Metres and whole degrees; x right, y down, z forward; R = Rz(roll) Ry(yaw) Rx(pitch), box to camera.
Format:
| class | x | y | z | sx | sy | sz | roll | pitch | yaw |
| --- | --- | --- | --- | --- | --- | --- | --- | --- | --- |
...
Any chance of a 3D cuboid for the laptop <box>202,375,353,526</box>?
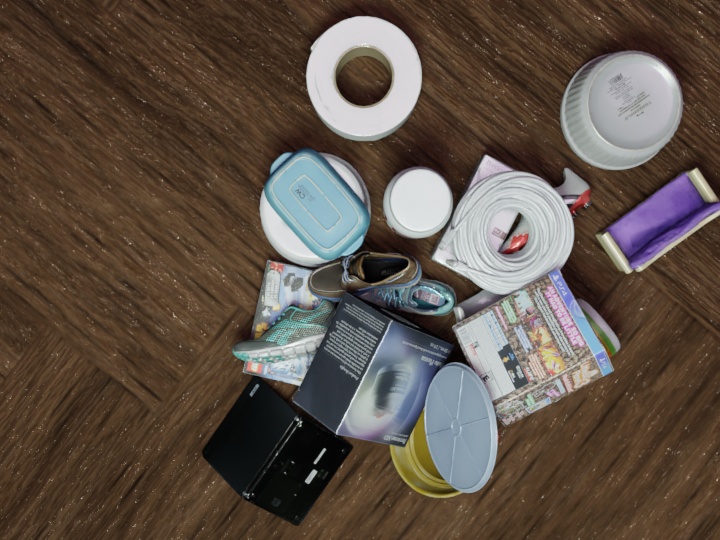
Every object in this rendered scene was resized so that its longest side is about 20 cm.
| class | x | y | z | sx | sy | sz | roll | pitch | yaw |
| --- | --- | --- | --- | --- | --- | --- | --- | --- | --- |
| laptop | -0.149 | 0.323 | 1.465 | 0.199 | 0.103 | 0.178 | 34 | 92 | -26 |

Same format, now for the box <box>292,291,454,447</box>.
| class | x | y | z | sx | sy | sz | roll | pitch | yaw |
| --- | --- | --- | --- | --- | --- | --- | --- | --- | --- |
| box | 0.026 | 0.169 | 1.353 | 0.123 | 0.199 | 0.200 | 29 | 94 | 41 |

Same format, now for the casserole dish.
| class | x | y | z | sx | sy | sz | roll | pitch | yaw |
| --- | --- | --- | --- | --- | --- | --- | --- | --- | --- |
| casserole dish | -0.072 | -0.109 | 1.340 | 0.121 | 0.039 | 0.200 | -42 | 90 | 1 |

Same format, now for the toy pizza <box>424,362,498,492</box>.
| class | x | y | z | sx | sy | sz | roll | pitch | yaw |
| --- | --- | --- | --- | --- | --- | --- | --- | --- | --- |
| toy pizza | 0.163 | 0.247 | 1.298 | 0.031 | 0.199 | 0.203 | -1 | 92 | -27 |

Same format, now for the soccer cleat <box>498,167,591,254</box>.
| class | x | y | z | sx | sy | sz | roll | pitch | yaw |
| --- | --- | --- | --- | --- | --- | --- | --- | --- | --- |
| soccer cleat | 0.308 | -0.097 | 1.422 | 0.199 | 0.069 | 0.086 | -37 | 79 | 1 |

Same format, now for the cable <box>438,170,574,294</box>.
| class | x | y | z | sx | sy | sz | roll | pitch | yaw |
| --- | --- | --- | --- | --- | --- | --- | --- | --- | --- |
| cable | 0.246 | -0.061 | 1.350 | 0.198 | 0.069 | 0.202 | 31 | 91 | -3 |

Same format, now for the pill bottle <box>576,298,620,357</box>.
| class | x | y | z | sx | sy | sz | roll | pitch | yaw |
| --- | --- | --- | --- | --- | --- | --- | --- | --- | --- |
| pill bottle | 0.333 | 0.152 | 1.402 | 0.199 | 0.111 | 0.111 | -40 | 91 | 2 |

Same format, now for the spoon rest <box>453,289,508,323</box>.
| class | x | y | z | sx | sy | sz | roll | pitch | yaw |
| --- | --- | --- | --- | --- | --- | --- | --- | --- | --- |
| spoon rest | 0.244 | 0.050 | 1.421 | 0.198 | 0.060 | 0.101 | -17 | 99 | -21 |

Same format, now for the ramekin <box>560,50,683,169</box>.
| class | x | y | z | sx | sy | sz | roll | pitch | yaw |
| --- | --- | --- | --- | --- | --- | --- | --- | --- | --- |
| ramekin | 0.448 | -0.275 | 1.392 | 0.197 | 0.105 | 0.203 | 0 | 92 | 1 |

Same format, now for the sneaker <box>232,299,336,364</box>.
| class | x | y | z | sx | sy | sz | roll | pitch | yaw |
| --- | --- | --- | --- | --- | --- | --- | --- | --- | --- |
| sneaker | -0.122 | 0.104 | 1.397 | 0.197 | 0.078 | 0.093 | -11 | 73 | 0 |

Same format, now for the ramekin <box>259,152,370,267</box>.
| class | x | y | z | sx | sy | sz | roll | pitch | yaw |
| --- | --- | --- | --- | --- | --- | --- | --- | --- | --- |
| ramekin | -0.080 | -0.106 | 1.408 | 0.197 | 0.098 | 0.204 | 0 | 91 | 1 |

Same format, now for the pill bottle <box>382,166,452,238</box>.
| class | x | y | z | sx | sy | sz | roll | pitch | yaw |
| --- | --- | --- | --- | --- | --- | --- | --- | --- | --- |
| pill bottle | 0.093 | -0.111 | 1.353 | 0.112 | 0.200 | 0.116 | 0 | 92 | 1 |

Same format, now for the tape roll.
| class | x | y | z | sx | sy | sz | roll | pitch | yaw |
| --- | --- | --- | --- | --- | --- | --- | --- | --- | --- |
| tape roll | 0.005 | -0.329 | 1.413 | 0.199 | 0.071 | 0.206 | 0 | 92 | 1 |

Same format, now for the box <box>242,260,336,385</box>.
| class | x | y | z | sx | sy | sz | roll | pitch | yaw |
| --- | --- | --- | --- | --- | --- | --- | --- | --- | --- |
| box | -0.119 | 0.095 | 1.443 | 0.135 | 0.040 | 0.203 | 13 | 92 | -1 |

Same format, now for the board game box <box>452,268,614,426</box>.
| class | x | y | z | sx | sy | sz | roll | pitch | yaw |
| --- | --- | --- | --- | --- | --- | --- | --- | --- | --- |
| board game box | 0.275 | 0.126 | 1.316 | 0.198 | 0.097 | 0.161 | -29 | 56 | 10 |

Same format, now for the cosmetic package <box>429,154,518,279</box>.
| class | x | y | z | sx | sy | sz | roll | pitch | yaw |
| --- | --- | --- | --- | --- | --- | --- | --- | --- | --- |
| cosmetic package | 0.209 | -0.088 | 1.417 | 0.101 | 0.074 | 0.202 | 26 | 93 | -1 |

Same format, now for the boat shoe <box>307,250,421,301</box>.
| class | x | y | z | sx | sy | sz | roll | pitch | yaw |
| --- | --- | --- | --- | --- | --- | --- | --- | --- | --- |
| boat shoe | 0.000 | 0.000 | 1.370 | 0.197 | 0.072 | 0.073 | -12 | 70 | 11 |

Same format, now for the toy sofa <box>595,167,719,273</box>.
| class | x | y | z | sx | sy | sz | roll | pitch | yaw |
| --- | --- | --- | --- | --- | --- | --- | --- | --- | --- |
| toy sofa | 0.511 | -0.085 | 1.400 | 0.199 | 0.098 | 0.083 | -36 | 91 | 3 |

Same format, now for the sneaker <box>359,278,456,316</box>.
| class | x | y | z | sx | sy | sz | roll | pitch | yaw |
| --- | --- | --- | --- | --- | --- | --- | --- | --- | --- |
| sneaker | 0.071 | 0.034 | 1.415 | 0.197 | 0.086 | 0.079 | 7 | 91 | 0 |

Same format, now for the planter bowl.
| class | x | y | z | sx | sy | sz | roll | pitch | yaw |
| --- | --- | --- | --- | --- | --- | --- | --- | --- | --- |
| planter bowl | 0.154 | 0.287 | 1.405 | 0.198 | 0.083 | 0.203 | -11 | 70 | 30 |
